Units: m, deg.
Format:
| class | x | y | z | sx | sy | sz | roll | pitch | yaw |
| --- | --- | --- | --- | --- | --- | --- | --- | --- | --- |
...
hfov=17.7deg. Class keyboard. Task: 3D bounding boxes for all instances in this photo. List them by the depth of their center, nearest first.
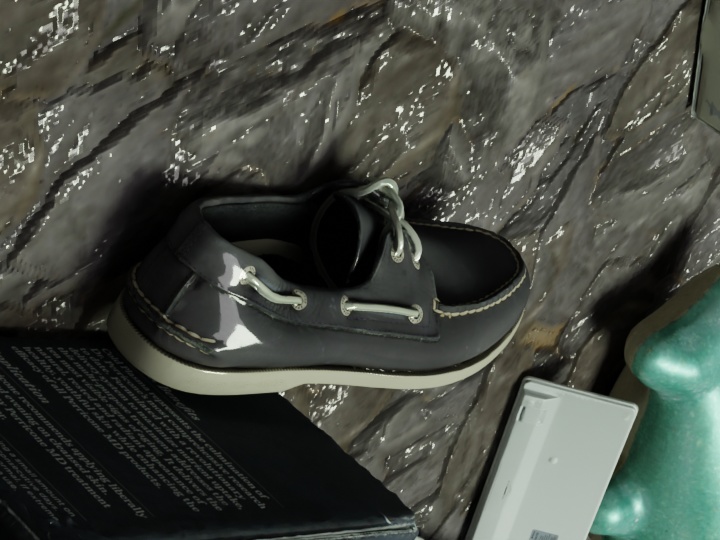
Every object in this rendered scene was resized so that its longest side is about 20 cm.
| class | x | y | z | sx | sy | sz | roll | pitch | yaw |
| --- | --- | --- | --- | --- | --- | --- | --- | --- | --- |
| keyboard | 0.081 | 0.134 | 1.137 | 0.056 | 0.011 | 0.200 | 11 | 127 | -7 |

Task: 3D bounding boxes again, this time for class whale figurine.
| class | x | y | z | sx | sy | sz | roll | pitch | yaw |
| --- | --- | --- | --- | --- | --- | --- | --- | --- | --- |
| whale figurine | 0.176 | 0.085 | 1.151 | 0.159 | 0.104 | 0.200 | -37 | 148 | -21 |

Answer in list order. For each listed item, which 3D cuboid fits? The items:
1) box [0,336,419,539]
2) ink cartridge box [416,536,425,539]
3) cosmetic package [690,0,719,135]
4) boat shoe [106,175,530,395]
| class | x | y | z | sx | sy | sz | roll | pitch | yaw |
| --- | --- | --- | --- | --- | --- | --- | --- | --- | --- |
| box | -0.116 | 0.134 | 0.787 | 0.197 | 0.124 | 0.200 | 6 | 119 | -54 |
| ink cartridge box | 0.018 | 0.208 | 1.032 | 0.044 | 0.174 | 0.200 | -11 | 159 | 20 |
| cosmetic package | 0.243 | -0.133 | 1.023 | 0.200 | 0.073 | 0.104 | -36 | 148 | -25 |
| boat shoe | 0.000 | 0.000 | 0.845 | 0.200 | 0.073 | 0.063 | -6 | 133 | -45 |
